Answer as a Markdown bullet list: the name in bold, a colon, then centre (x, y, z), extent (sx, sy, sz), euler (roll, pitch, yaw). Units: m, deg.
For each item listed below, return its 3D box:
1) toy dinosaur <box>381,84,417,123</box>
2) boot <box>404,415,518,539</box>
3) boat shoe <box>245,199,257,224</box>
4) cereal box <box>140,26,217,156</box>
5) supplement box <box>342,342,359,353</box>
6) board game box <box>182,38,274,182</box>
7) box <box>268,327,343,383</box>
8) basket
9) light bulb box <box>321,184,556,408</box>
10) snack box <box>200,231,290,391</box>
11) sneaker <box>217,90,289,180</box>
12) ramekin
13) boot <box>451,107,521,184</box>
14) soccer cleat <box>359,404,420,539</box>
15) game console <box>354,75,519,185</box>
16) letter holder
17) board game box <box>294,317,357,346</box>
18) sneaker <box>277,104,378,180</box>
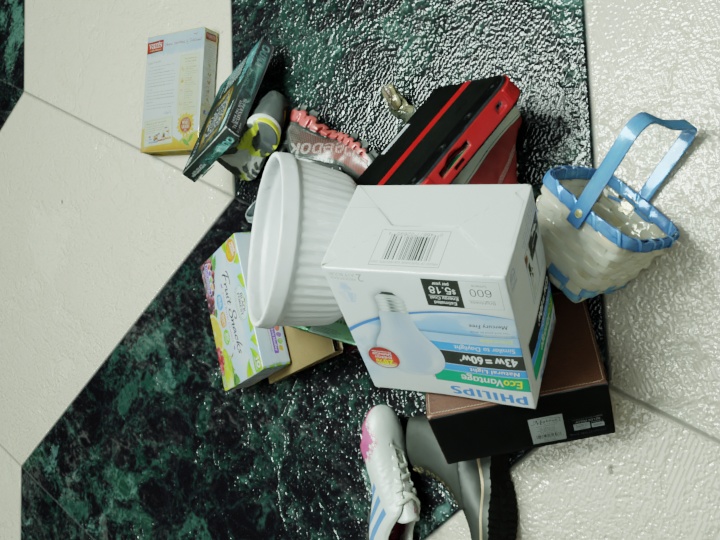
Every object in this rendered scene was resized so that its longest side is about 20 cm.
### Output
- **toy dinosaur**: centre (0.107, -0.184, 1.016), extent (0.088, 0.047, 0.202), euler (-42, 70, 28)
- **boot**: centre (0.120, 0.275, 0.962), extent (0.136, 0.077, 0.205), euler (-13, 67, 36)
- **boat shoe**: centre (-0.114, -0.096, 1.089), extent (0.200, 0.071, 0.071), euler (-27, 35, 58)
- **cereal box**: centre (-0.310, -0.301, 1.301), extent (0.141, 0.039, 0.206), euler (3, 88, 34)
- **supplement box**: centre (0.000, 0.000, 1.062), extent (0.108, 0.060, 0.204), euler (-30, 72, 27)
- **board game box**: centre (-0.197, -0.242, 1.148), extent (0.134, 0.028, 0.203), euler (-32, 35, 44)
- **box**: centre (-0.097, 0.062, 1.103), extent (0.199, 0.021, 0.168), euler (-31, 69, 51)
- **basket**: centre (0.272, -0.074, 0.818), extent (0.140, 0.174, 0.202), euler (49, 122, 27)
- **light bulb box**: centre (0.090, 0.026, 0.799), extent (0.194, 0.202, 0.126), euler (3, 48, 28)
- **snack box**: centre (-0.177, 0.063, 1.152), extent (0.142, 0.052, 0.205), euler (-32, 68, 50)
- **sneaker**: centre (-0.159, -0.203, 1.165), extent (0.199, 0.074, 0.086), euler (-20, 38, 57)
- **ramekin**: centre (-0.065, -0.030, 0.899), extent (0.200, 0.102, 0.206), euler (-173, 90, -72)
- **boot**: centre (0.176, -0.099, 0.917), extent (0.144, 0.201, 0.072), euler (43, 141, -9)
- **soccer cleat**: centre (0.048, 0.280, 0.999), extent (0.086, 0.069, 0.206), euler (0, 94, 55)
- **game console**: centre (0.083, -0.148, 0.900), extent (0.201, 0.031, 0.176), euler (-50, 23, -14)
- **letter holder**: centre (0.177, 0.120, 0.888), extent (0.195, 0.102, 0.144), euler (-14, 45, 13)
- **board game box**: centre (-0.028, 0.020, 0.990), extent (0.196, 0.029, 0.138), euler (14, 84, 25)
- **sneaker**: centre (-0.045, -0.156, 1.086), extent (0.199, 0.071, 0.099), euler (33, 85, 33)
